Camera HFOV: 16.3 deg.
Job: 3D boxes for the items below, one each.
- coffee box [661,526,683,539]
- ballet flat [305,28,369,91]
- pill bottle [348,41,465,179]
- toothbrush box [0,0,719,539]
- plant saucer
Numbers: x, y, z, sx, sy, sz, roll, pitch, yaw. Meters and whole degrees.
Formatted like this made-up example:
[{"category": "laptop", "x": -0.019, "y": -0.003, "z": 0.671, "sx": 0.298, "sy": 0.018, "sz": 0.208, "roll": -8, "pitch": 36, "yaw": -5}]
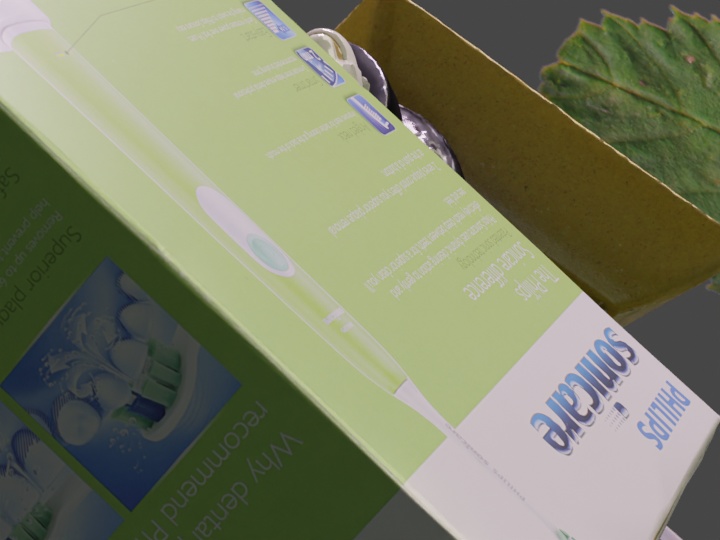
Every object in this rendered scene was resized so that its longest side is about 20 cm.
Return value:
[{"category": "coffee box", "x": 0.228, "y": 0.244, "z": 1.561, "sx": 0.200, "sy": 0.080, "sz": 0.113, "roll": 41, "pitch": 1, "yaw": -45}, {"category": "ballet flat", "x": -0.044, "y": -0.061, "z": 0.759, "sx": 0.200, "sy": 0.073, "sz": 0.073, "roll": 44, "pitch": 2, "yaw": 5}, {"category": "pill bottle", "x": 0.000, "y": 0.000, "z": 1.043, "sx": 0.112, "sy": 0.112, "sz": 0.200, "roll": 44, "pitch": -13, "yaw": 41}, {"category": "toothbrush box", "x": -0.038, "y": 0.008, "z": 0.492, "sx": 0.200, "sy": 0.086, "sz": 0.146, "roll": 42, "pitch": 20, "yaw": 4}, {"category": "plant saucer", "x": 0.042, "y": -0.020, "z": 1.144, "sx": 0.200, "sy": 0.049, "sz": 0.200, "roll": 35, "pitch": -28, "yaw": -9}]
